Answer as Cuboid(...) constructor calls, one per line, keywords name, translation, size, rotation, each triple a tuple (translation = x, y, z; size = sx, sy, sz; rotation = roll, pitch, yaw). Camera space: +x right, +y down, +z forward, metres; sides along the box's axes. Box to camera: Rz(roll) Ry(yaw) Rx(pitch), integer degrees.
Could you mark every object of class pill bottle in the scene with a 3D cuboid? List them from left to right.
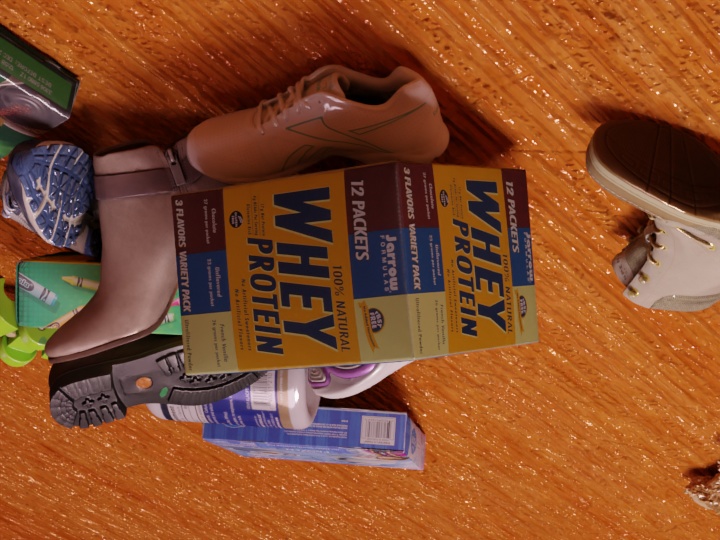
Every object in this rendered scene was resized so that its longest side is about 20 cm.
Cuboid(name="pill bottle", translation=(-0.139, 0.084, 1.429), size=(0.198, 0.116, 0.116), rotation=(4, 148, 9))

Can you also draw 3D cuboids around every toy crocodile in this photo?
Cuboid(name="toy crocodile", translation=(-0.287, 0.067, 1.501), size=(0.199, 0.062, 0.067), rotation=(22, 146, -29))

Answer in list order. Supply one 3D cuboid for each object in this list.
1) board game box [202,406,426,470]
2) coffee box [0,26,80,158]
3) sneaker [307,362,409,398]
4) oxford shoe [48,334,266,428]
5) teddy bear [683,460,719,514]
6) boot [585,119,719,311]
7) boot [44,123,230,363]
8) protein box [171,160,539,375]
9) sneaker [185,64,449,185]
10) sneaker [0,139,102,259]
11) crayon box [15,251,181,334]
Cuboid(name="board game box", translation=(-0.041, 0.168, 1.551), size=(0.198, 0.044, 0.199), rotation=(3, 169, 9))
Cuboid(name="coffee box", translation=(-0.327, -0.128, 1.199), size=(0.199, 0.044, 0.123), rotation=(-20, 139, 38))
Cuboid(name="sneaker", translation=(0.044, 0.061, 1.344), size=(0.199, 0.075, 0.099), rotation=(-33, 143, 20))
Cuboid(name="oxford shoe", translation=(-0.175, 0.074, 1.340), size=(0.198, 0.085, 0.073), rotation=(-7, 127, -10))
Cuboid(name="teddy bear", translation=(0.424, 0.217, 1.571), size=(0.144, 0.067, 0.200), rotation=(21, 154, -2))
Cuboid(name="boot", translation=(0.234, -0.035, 1.193), size=(0.199, 0.073, 0.155), rotation=(19, 150, -17))
Cuboid(name="boot", translation=(-0.180, -0.026, 1.220), size=(0.199, 0.070, 0.147), rotation=(-23, 108, -10))
Cuboid(name="protein box", translation=(0.000, 0.000, 1.146), size=(0.199, 0.136, 0.198), rotation=(-6, 178, 33))
Cuboid(name="sneaker", translation=(-0.037, -0.115, 1.138), size=(0.199, 0.071, 0.080), rotation=(-7, 141, 9))
Cuboid(name="sneaker", translation=(-0.259, -0.059, 1.239), size=(0.085, 0.078, 0.200), rotation=(18, 168, 10))
Cuboid(name="crayon box", translation=(-0.186, 0.019, 1.334), size=(0.198, 0.059, 0.119), rotation=(3, -175, 8))
